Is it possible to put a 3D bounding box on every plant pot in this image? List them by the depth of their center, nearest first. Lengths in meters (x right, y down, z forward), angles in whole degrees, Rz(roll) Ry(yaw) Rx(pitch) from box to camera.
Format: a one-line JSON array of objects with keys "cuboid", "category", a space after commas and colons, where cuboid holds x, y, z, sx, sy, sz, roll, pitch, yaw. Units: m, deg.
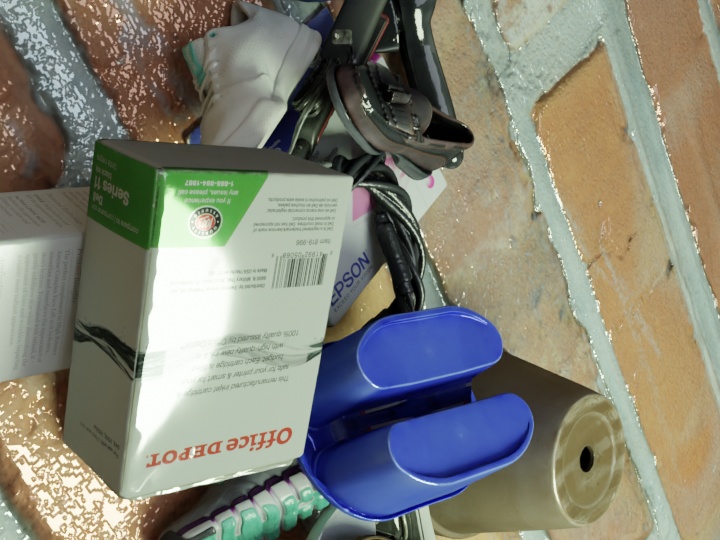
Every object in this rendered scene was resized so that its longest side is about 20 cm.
[{"cuboid": [0.142, 0.163, 0.915, 0.199, 0.173, 0.201, -1, 91, -43], "category": "plant pot"}]

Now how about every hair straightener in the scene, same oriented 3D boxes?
[{"cuboid": [-0.029, -0.162, 0.778, 0.201, 0.041, 0.077, -60, 167, -25], "category": "hair straightener"}]

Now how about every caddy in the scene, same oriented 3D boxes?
[{"cuboid": [0.036, 0.109, 0.750, 0.199, 0.105, 0.142, -6, 70, -43], "category": "caddy"}]

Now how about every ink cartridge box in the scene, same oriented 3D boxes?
[{"cuboid": [-0.098, 0.026, 0.617, 0.146, 0.083, 0.201, -2, 109, -43], "category": "ink cartridge box"}, {"cuboid": [-0.026, -0.090, 0.835, 0.197, 0.043, 0.200, -51, 125, -30], "category": "ink cartridge box"}]

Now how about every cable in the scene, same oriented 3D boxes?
[{"cuboid": [0.000, 0.000, 0.801, 0.163, 0.051, 0.201, 28, 74, -39], "category": "cable"}]

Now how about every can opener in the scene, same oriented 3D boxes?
[{"cuboid": [0.053, -0.189, 0.899, 0.063, 0.078, 0.201, -90, 160, -72], "category": "can opener"}]

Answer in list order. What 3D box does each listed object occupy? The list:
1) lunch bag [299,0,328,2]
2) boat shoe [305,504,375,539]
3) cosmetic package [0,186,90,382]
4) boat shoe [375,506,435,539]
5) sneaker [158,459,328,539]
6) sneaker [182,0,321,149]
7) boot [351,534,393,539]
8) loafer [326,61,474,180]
[{"cuboid": [-0.049, -0.298, 0.738, 0.199, 0.135, 0.133, 11, 84, -44], "category": "lunch bag"}, {"cuboid": [-0.048, 0.284, 0.808, 0.070, 0.066, 0.201, 27, 71, -36], "category": "boat shoe"}, {"cuboid": [-0.182, 0.003, 0.645, 0.199, 0.074, 0.102, -9, 124, -45], "category": "cosmetic package"}, {"cuboid": [0.020, 0.210, 0.867, 0.064, 0.070, 0.201, -36, 117, -41], "category": "boat shoe"}, {"cuboid": [-0.080, 0.165, 0.790, 0.199, 0.088, 0.075, -21, 146, -24], "category": "sneaker"}, {"cuboid": [-0.098, -0.135, 0.725, 0.088, 0.075, 0.200, 32, 41, -12], "category": "sneaker"}, {"cuboid": [0.043, 0.260, 0.778, 0.200, 0.097, 0.075, 15, 87, -54], "category": "boot"}, {"cuboid": [0.036, -0.125, 0.778, 0.200, 0.063, 0.072, 22, 51, -66], "category": "loafer"}]
